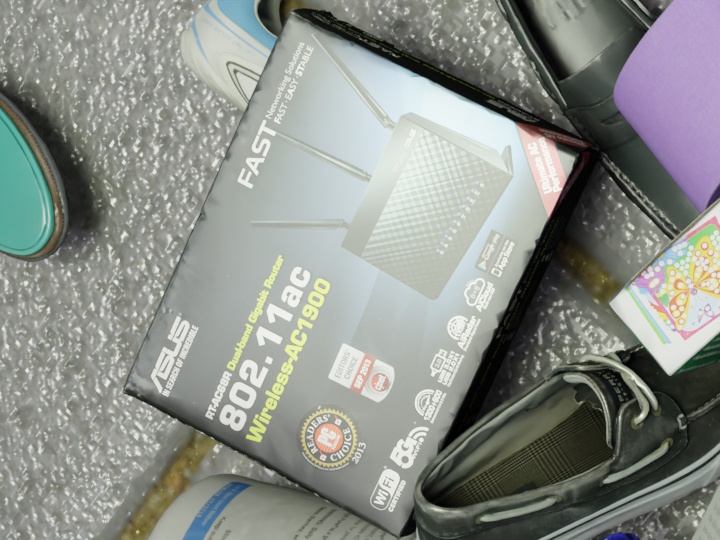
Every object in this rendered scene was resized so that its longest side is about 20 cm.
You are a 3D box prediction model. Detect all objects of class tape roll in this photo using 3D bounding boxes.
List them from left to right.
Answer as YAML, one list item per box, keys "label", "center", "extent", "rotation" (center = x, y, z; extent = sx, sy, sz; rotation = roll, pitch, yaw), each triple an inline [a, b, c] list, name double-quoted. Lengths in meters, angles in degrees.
- label: "tape roll"
  center: [0.203, -0.108, 1.007]
  extent: [0.200, 0.200, 0.066]
  rotation: [-43, 75, 21]

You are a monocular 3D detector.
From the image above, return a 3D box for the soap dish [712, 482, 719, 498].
- label: "soap dish"
  center: [0.231, 0.074, 1.037]
  extent: [0.081, 0.157, 0.200]
  rotation: [36, 109, 2]

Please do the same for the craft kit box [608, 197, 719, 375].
- label: "craft kit box"
  center: [0.216, -0.042, 1.006]
  extent: [0.049, 0.200, 0.198]
  rotation: [49, 112, 15]

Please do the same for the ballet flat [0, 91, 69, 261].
- label: "ballet flat"
  center: [-0.214, -0.079, 1.282]
  extent: [0.200, 0.073, 0.073]
  rotation: [39, 109, 17]

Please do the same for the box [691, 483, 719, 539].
- label: "box"
  center: [0.198, 0.116, 0.907]
  extent: [0.124, 0.098, 0.201]
  rotation: [23, 101, -11]

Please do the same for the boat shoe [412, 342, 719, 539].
- label: "boat shoe"
  center: [0.111, 0.072, 1.086]
  extent: [0.200, 0.071, 0.072]
  rotation: [-35, 57, -13]

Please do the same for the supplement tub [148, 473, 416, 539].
- label: "supplement tub"
  center: [0.000, 0.179, 1.162]
  extent: [0.199, 0.132, 0.133]
  rotation: [12, 98, 25]

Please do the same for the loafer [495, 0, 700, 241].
- label: "loafer"
  center: [0.118, -0.087, 1.121]
  extent: [0.068, 0.070, 0.201]
  rotation: [-38, 77, 23]

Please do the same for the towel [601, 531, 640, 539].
- label: "towel"
  center: [0.159, 0.219, 1.052]
  extent: [0.049, 0.148, 0.200]
  rotation: [-33, 100, 4]

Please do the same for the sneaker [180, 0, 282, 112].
- label: "sneaker"
  center: [-0.006, -0.065, 1.184]
  extent: [0.072, 0.072, 0.200]
  rotation: [-44, 79, 11]

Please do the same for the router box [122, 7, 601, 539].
- label: "router box"
  center: [0.000, 0.000, 1.113]
  extent: [0.149, 0.062, 0.201]
  rotation: [26, 99, 12]
